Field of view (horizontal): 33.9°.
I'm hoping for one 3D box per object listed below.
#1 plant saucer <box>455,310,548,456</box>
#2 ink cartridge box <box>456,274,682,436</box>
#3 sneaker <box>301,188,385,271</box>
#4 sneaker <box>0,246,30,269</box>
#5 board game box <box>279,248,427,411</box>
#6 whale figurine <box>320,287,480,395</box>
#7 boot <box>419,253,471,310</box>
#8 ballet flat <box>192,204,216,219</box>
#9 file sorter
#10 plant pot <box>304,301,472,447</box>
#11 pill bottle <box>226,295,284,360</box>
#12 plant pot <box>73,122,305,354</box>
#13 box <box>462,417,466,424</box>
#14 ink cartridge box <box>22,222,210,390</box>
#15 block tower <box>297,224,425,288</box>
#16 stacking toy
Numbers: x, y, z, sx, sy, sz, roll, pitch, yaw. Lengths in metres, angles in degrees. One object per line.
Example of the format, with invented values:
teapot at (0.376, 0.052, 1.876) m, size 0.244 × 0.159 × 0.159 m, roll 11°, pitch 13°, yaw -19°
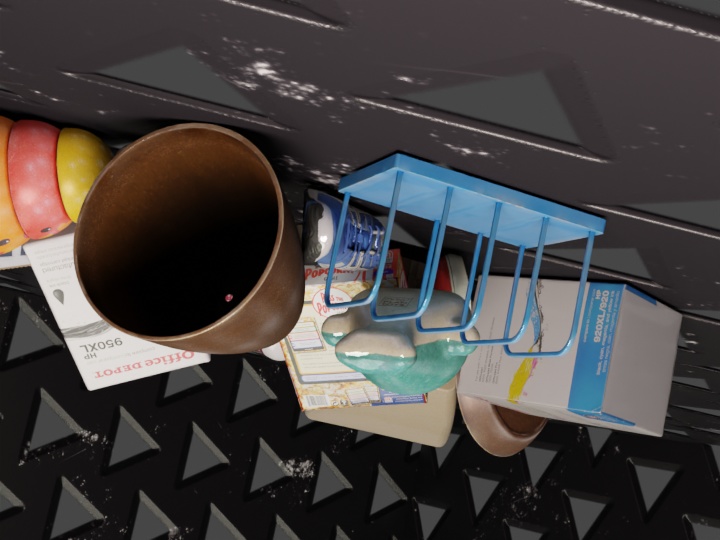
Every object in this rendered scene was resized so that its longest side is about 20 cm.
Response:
plant saucer at (0.191, 0.131, 1.477) m, size 0.034 × 0.203 × 0.199 m, roll -5°, pitch 162°, yaw 41°
ink cartridge box at (0.237, 0.095, 1.351) m, size 0.199 × 0.146 × 0.147 m, roll 4°, pitch 168°, yaw 42°
sneaker at (-0.015, -0.038, 1.151) m, size 0.076 × 0.077 × 0.200 m, roll 4°, pitch -179°, yaw 7°
sneaker at (-0.360, -0.062, 1.281) m, size 0.198 × 0.071 × 0.109 m, roll -10°, pitch 138°, yaw 17°
board game box at (-0.013, 0.071, 1.303) m, size 0.150 × 0.047 × 0.201 m, roll -5°, pitch 132°, yaw 11°
whale figurine at (0.037, 0.078, 1.138) m, size 0.157 × 0.105 × 0.200 m, roll 3°, pitch -170°, yaw 14°
boot at (0.047, 0.057, 1.353) m, size 0.143 × 0.073 × 0.201 m, roll -1°, pitch 142°, yaw -8°
ballet flat at (-0.157, -0.057, 1.193) m, size 0.068 × 0.072 × 0.200 m, roll 19°, pitch 171°, yaw -1°
file sorter at (0.083, -0.006, 1.022) m, size 0.198 × 0.124 × 0.139 m, roll 16°, pitch 170°, yaw -19°
plant pot at (0.050, 0.100, 1.537) m, size 0.198 × 0.202 × 0.177 m, roll 13°, pitch 162°, yaw -5°
pill bottle at (-0.121, 0.043, 1.485) m, size 0.199 × 0.114 × 0.113 m, roll 26°, pitch 177°, yaw 24°
plant pot at (-0.122, -0.002, 1.045) m, size 0.185 × 0.189 × 0.200 m, roll 9°, pitch 164°, yaw 20°
box at (0.174, 0.130, 1.611) m, size 0.044 × 0.162 × 0.200 m, roll 10°, pitch 171°, yaw 6°
ink cartridge box at (-0.252, 0.015, 1.253) m, size 0.143 × 0.085 × 0.201 m, roll -13°, pitch 126°, yaw 2°
block tower at (0.000, 0.000, 1.387) m, size 0.198 × 0.055 × 0.058 m, roll 18°, pitch 168°, yaw -29°
stacking toy at (-0.278, -0.087, 1.097) m, size 0.198 × 0.148 × 0.146 m, roll -5°, pitch 169°, yaw 4°
